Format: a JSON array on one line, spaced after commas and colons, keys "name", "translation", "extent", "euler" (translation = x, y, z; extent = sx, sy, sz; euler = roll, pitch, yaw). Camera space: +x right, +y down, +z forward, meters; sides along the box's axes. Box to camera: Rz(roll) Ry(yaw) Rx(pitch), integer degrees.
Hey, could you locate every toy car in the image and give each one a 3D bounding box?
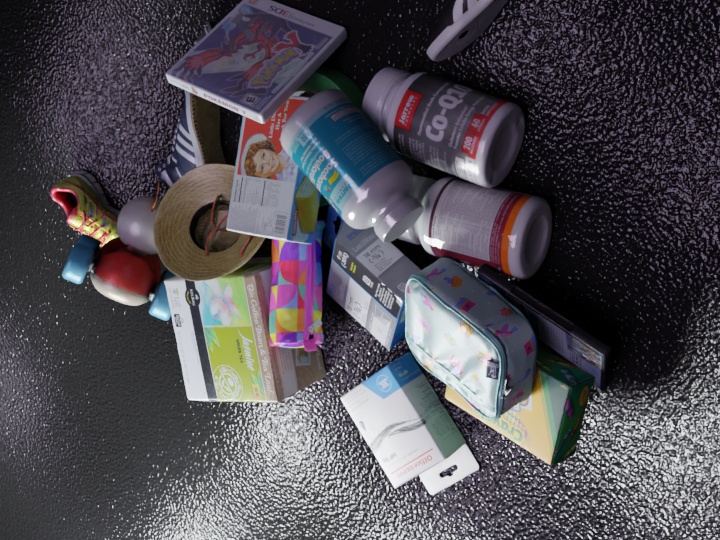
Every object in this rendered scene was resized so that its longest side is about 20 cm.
[{"name": "toy car", "translation": [-0.357, -0.053, 1.791], "extent": [0.183, 0.177, 0.202], "euler": [24, 97, -11]}]

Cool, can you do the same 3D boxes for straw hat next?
[{"name": "straw hat", "translation": [-0.213, -0.062, 1.702], "extent": [0.199, 0.085, 0.203], "euler": [-6, 72, 20]}]

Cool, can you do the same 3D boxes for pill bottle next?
[{"name": "pill bottle", "translation": [0.106, -0.194, 1.452], "extent": [0.199, 0.114, 0.115], "euler": [24, 117, 27]}, {"name": "pill bottle", "translation": [0.146, -0.063, 1.466], "extent": [0.199, 0.109, 0.111], "euler": [16, 113, 31]}, {"name": "pill bottle", "translation": [-0.006, -0.132, 1.436], "extent": [0.200, 0.110, 0.111], "euler": [49, 125, 15]}]

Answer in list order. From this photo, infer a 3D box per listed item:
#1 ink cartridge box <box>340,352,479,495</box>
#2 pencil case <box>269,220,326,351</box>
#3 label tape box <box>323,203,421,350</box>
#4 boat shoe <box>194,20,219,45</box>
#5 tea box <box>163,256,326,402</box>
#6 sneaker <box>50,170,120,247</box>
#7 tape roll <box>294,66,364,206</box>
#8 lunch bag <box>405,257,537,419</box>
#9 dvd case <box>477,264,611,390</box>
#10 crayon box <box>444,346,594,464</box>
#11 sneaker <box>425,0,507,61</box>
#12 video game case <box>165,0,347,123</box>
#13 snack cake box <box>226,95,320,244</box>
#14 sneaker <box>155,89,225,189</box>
[{"name": "ink cartridge box", "translation": [0.073, 0.240, 1.633], "extent": [0.116, 0.068, 0.201], "euler": [-38, 81, 37]}, {"name": "pencil case", "translation": [-0.091, 0.020, 1.616], "extent": [0.088, 0.088, 0.202], "euler": [-7, 81, 36]}, {"name": "label tape box", "translation": [0.000, 0.000, 1.581], "extent": [0.200, 0.063, 0.145], "euler": [42, 152, 18]}, {"name": "boat shoe", "translation": [-0.186, -0.320, 1.628], "extent": [0.200, 0.072, 0.062], "euler": [37, 110, 48]}, {"name": "tea box", "translation": [-0.180, 0.091, 1.728], "extent": [0.195, 0.133, 0.202], "euler": [-4, 101, 35]}, {"name": "sneaker", "translation": [-0.465, -0.083, 1.907], "extent": [0.200, 0.090, 0.078], "euler": [46, 123, 14]}, {"name": "tape roll", "translation": [-0.068, -0.196, 1.617], "extent": [0.199, 0.048, 0.203], "euler": [11, 110, 33]}, {"name": "lunch bag", "translation": [0.141, 0.094, 1.433], "extent": [0.200, 0.077, 0.162], "euler": [41, 144, 37]}, {"name": "dvd case", "translation": [0.240, 0.075, 1.437], "extent": [0.199, 0.143, 0.018], "euler": [35, 77, 23]}, {"name": "crayon box", "translation": [0.212, 0.159, 1.493], "extent": [0.199, 0.058, 0.120], "euler": [29, 120, 40]}, {"name": "sneaker", "translation": [0.135, -0.374, 1.411], "extent": [0.200, 0.073, 0.112], "euler": [-44, 74, 27]}, {"name": "video game case", "translation": [-0.147, -0.306, 1.559], "extent": [0.181, 0.200, 0.023], "euler": [26, 151, 27]}, {"name": "snack cake box", "translation": [-0.115, -0.146, 1.560], "extent": [0.114, 0.067, 0.202], "euler": [11, 93, 34]}, {"name": "sneaker", "translation": [-0.277, -0.207, 1.748], "extent": [0.108, 0.070, 0.202], "euler": [2, 108, 33]}]
